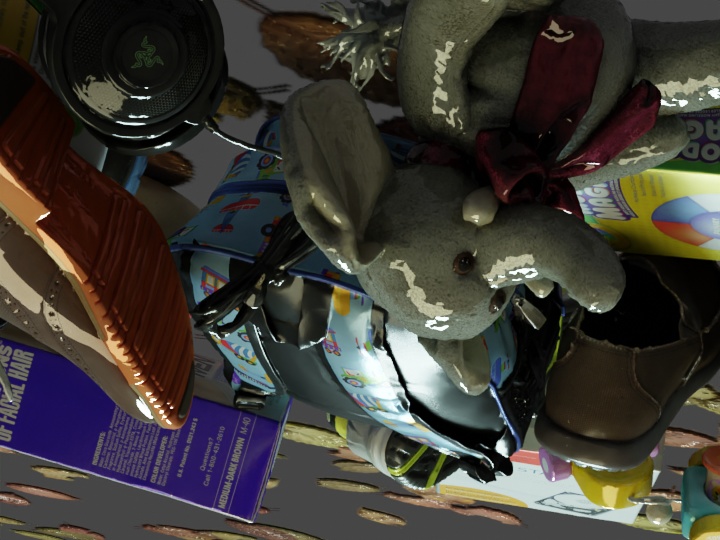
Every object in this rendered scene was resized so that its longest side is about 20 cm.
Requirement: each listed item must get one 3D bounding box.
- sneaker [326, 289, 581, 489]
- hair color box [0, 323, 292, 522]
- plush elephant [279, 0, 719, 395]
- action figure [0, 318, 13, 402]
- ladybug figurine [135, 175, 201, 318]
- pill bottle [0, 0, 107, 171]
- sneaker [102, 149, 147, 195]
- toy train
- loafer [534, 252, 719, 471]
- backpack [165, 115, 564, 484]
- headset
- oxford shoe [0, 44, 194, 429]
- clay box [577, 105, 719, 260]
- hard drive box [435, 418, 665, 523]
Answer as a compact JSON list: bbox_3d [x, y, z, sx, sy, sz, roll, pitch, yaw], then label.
[{"bbox_3d":[0.065,0.049,1.011,0.076,0.076,0.200,26,-145,36],"label":"sneaker"},{"bbox_3d":[-0.142,0.072,0.993,0.200,0.065,0.109,15,-173,0],"label":"hair color box"},{"bbox_3d":[0.054,-0.040,0.685,0.200,0.155,0.165,-2,159,34],"label":"plush elephant"},{"bbox_3d":[-0.234,-0.022,0.864,0.200,0.119,0.102,42,130,21],"label":"action figure"},{"bbox_3d":[-0.151,-0.003,1.066,0.136,0.072,0.200,9,163,6],"label":"ladybug figurine"},{"bbox_3d":[-0.212,-0.084,0.781,0.200,0.111,0.111,16,162,-16],"label":"pill bottle"},{"bbox_3d":[-0.194,-0.050,0.941,0.199,0.071,0.083,-7,146,32],"label":"sneaker"},{"bbox_3d":[0.190,0.088,1.029,0.200,0.150,0.056,30,138,37],"label":"toy train"},{"bbox_3d":[0.144,0.025,0.875,0.073,0.071,0.200,15,-151,14],"label":"loafer"},{"bbox_3d":[0.000,0.000,0.855,0.182,0.135,0.200,16,164,21],"label":"backpack"},{"bbox_3d":[-0.095,-0.071,0.683,0.200,0.094,0.124,43,177,-1],"label":"headset"},{"bbox_3d":[-0.133,-0.006,0.743,0.073,0.071,0.200,-14,126,21],"label":"oxford shoe"},{"bbox_3d":[0.161,-0.041,0.802,0.200,0.048,0.115,4,162,17],"label":"clay box"},{"bbox_3d":[0.132,0.116,1.268,0.156,0.077,0.200,8,162,7],"label":"hard drive box"}]
